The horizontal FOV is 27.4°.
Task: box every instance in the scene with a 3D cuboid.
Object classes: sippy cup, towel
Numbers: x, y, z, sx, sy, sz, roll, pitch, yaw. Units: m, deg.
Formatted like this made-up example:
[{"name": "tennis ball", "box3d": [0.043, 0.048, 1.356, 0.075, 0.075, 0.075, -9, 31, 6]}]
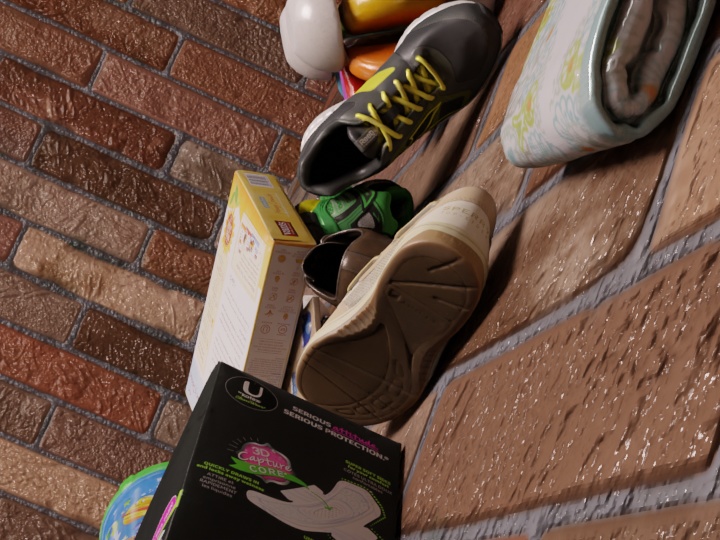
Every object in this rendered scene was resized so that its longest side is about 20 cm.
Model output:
[{"name": "sippy cup", "box3d": [-0.146, 0.232, 1.169, 0.130, 0.138, 0.180, -121, 15, -82]}, {"name": "towel", "box3d": [0.132, -0.146, 0.688, 0.171, 0.048, 0.202, 161, 132, -85]}]

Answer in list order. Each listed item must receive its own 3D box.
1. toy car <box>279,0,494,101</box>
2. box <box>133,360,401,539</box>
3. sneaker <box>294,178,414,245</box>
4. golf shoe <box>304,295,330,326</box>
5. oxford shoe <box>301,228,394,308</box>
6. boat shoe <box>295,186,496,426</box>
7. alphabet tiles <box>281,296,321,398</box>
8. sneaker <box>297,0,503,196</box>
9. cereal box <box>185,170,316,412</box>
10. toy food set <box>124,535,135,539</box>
[{"name": "toy car", "box3d": [0.027, -0.187, 1.275, 0.200, 0.173, 0.152, -160, 57, -83]}, {"name": "box", "box3d": [-0.064, 0.174, 0.797, 0.149, 0.123, 0.200, -62, 7, 24]}, {"name": "sneaker", "box3d": [0.009, -0.035, 1.200, 0.200, 0.084, 0.079, -45, -62, -79]}, {"name": "golf shoe", "box3d": [-0.068, 0.066, 1.371, 0.200, 0.077, 0.095, -137, 71, -81]}, {"name": "oxford shoe", "box3d": [0.000, 0.000, 1.049, 0.200, 0.084, 0.073, 146, 146, -80]}, {"name": "boat shoe", "box3d": [0.023, 0.025, 0.869, 0.200, 0.072, 0.065, -55, 4, 49]}, {"name": "alphabet tiles", "box3d": [-0.056, 0.116, 1.094, 0.167, 0.007, 0.202, 127, 145, -54]}, {"name": "sneaker", "box3d": [0.029, -0.118, 1.106, 0.200, 0.074, 0.085, -42, 12, 26]}, {"name": "cereal box", "box3d": [-0.088, 0.042, 1.135, 0.144, 0.039, 0.202, -123, 43, -60]}, {"name": "toy food set", "box3d": [-0.151, 0.262, 1.038, 0.201, 0.197, 0.049, -54, 47, 13]}]
